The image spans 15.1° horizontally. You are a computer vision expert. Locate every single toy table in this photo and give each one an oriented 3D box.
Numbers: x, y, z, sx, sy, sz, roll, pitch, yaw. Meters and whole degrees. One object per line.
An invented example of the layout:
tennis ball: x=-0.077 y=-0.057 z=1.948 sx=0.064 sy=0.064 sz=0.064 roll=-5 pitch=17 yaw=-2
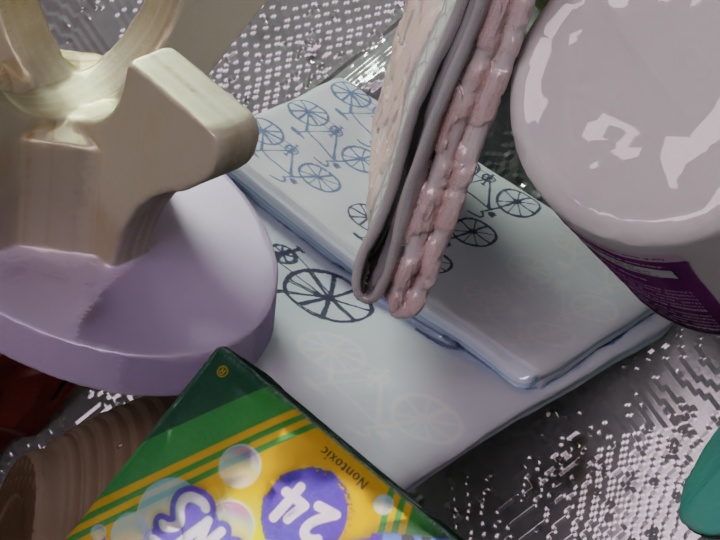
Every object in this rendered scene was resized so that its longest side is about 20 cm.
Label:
toy table: x=-0.108 y=-0.055 z=0.992 sx=0.200 sy=0.117 sz=0.184 roll=30 pitch=44 yaw=25

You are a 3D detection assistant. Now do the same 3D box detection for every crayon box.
crayon box: x=-0.058 y=0.144 z=0.915 sx=0.126 sy=0.052 sz=0.200 roll=38 pitch=89 yaw=21

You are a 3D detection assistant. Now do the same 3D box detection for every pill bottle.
pill bottle: x=0.133 y=-0.038 z=1.000 sx=0.112 sy=0.200 sz=0.113 roll=-5 pitch=74 yaw=18

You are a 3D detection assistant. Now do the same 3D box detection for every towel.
towel: x=0.040 y=-0.106 z=1.010 sx=0.032 sy=0.191 sz=0.201 roll=18 pitch=115 yaw=-5

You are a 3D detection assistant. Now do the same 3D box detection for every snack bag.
snack bag: x=0.000 y=0.000 z=1.061 sx=0.188 sy=0.200 sz=0.021 roll=35 pitch=129 yaw=25

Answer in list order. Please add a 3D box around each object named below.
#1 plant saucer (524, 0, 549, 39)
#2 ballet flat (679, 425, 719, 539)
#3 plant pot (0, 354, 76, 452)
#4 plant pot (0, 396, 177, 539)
plant saucer: x=0.135 y=-0.162 z=1.116 sx=0.199 sy=0.050 sz=0.201 roll=-5 pitch=73 yaw=18
ballet flat: x=0.204 y=0.037 z=1.018 sx=0.199 sy=0.071 sz=0.067 roll=-21 pitch=32 yaw=8
plant pot: x=-0.224 y=-0.004 z=1.135 sx=0.201 sy=0.201 sz=0.195 roll=-43 pitch=74 yaw=5
plant pot: x=-0.095 y=0.128 z=1.033 sx=0.092 sy=0.201 sz=0.202 roll=14 pitch=78 yaw=-16
